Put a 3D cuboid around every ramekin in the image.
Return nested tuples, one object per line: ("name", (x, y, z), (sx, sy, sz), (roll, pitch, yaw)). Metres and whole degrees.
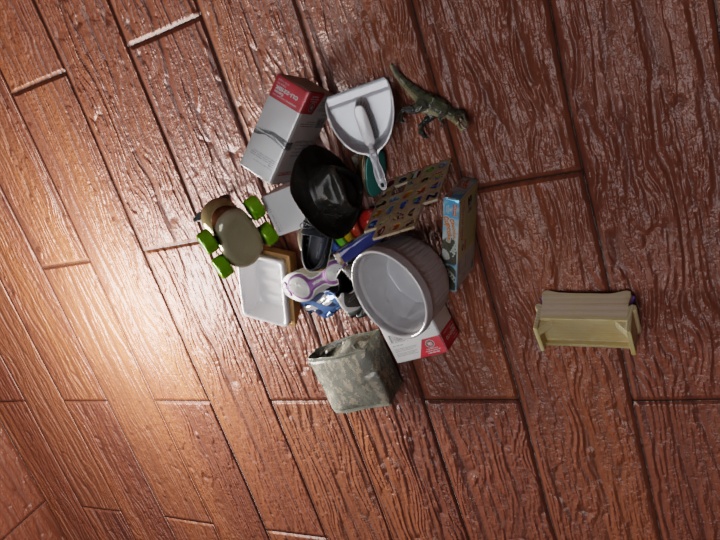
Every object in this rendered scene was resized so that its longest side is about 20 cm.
("ramekin", (0.088, 0.026, 1.407), (0.199, 0.105, 0.203), (29, 137, 31))

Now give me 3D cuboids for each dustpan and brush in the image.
("dustpan and brush", (0.019, -0.260, 1.379), (0.137, 0.057, 0.203), (-15, 110, 14))

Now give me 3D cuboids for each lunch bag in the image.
("lunch bag", (-0.019, 0.254, 1.716), (0.198, 0.118, 0.166), (-16, 108, 30))

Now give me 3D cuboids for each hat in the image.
("hat", (-0.048, -0.168, 1.427), (0.080, 0.200, 0.203), (-11, 111, 43))

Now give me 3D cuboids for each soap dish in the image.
("soap dish", (-0.226, 0.031, 1.737), (0.155, 0.081, 0.203), (12, 121, 24))

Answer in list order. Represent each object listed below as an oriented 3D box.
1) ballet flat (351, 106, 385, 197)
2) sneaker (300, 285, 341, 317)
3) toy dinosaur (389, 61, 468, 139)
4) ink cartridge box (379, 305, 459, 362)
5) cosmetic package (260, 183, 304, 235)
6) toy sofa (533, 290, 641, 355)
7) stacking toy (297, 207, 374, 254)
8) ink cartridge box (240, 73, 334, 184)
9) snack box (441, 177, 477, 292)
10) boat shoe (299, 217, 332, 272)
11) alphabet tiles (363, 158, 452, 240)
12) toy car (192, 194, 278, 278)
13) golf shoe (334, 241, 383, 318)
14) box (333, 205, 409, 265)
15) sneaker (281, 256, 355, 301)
("ballet flat", (0.012, -0.257, 1.459), (0.072, 0.067, 0.203), (24, 128, 41))
("sneaker", (-0.066, 0.067, 1.672), (0.198, 0.074, 0.083), (0, 118, 38))
("toy dinosaur", (0.121, -0.317, 1.369), (0.199, 0.047, 0.089), (36, 113, 9))
("ink cartridge box", (0.112, 0.092, 1.571), (0.143, 0.084, 0.202), (-18, 106, 36))
("cosmetic package", (-0.119, -0.160, 1.577), (0.198, 0.071, 0.103), (-16, 107, 36))
("toy sofa", (0.453, 0.104, 1.393), (0.197, 0.099, 0.083), (-1, 140, 30))
("stacking toy", (-0.039, -0.085, 1.560), (0.197, 0.086, 0.086), (-20, 106, 20))
("ink cartridge box", (-0.148, -0.289, 1.434), (0.083, 0.144, 0.202), (30, 108, 12))
("snack box", (0.200, -0.073, 1.410), (0.037, 0.116, 0.203), (11, 120, 23))
("boat shoe", (-0.091, -0.091, 1.497), (0.073, 0.062, 0.204), (12, 105, 16))
("alphabet tiles", (0.092, -0.139, 1.388), (0.165, 0.202, 0.008), (-15, 127, 35))
("toy car", (-0.322, -0.109, 1.655), (0.200, 0.163, 0.159), (38, 159, 44))
("golf shoe", (0.000, 0.000, 1.513), (0.077, 0.203, 0.094), (-14, 139, 40))
("box", (0.040, -0.081, 1.449), (0.198, 0.121, 0.033), (-33, 94, 10))
("sneaker", (-0.092, 0.018, 1.631), (0.197, 0.099, 0.076), (-17, 96, 26))
